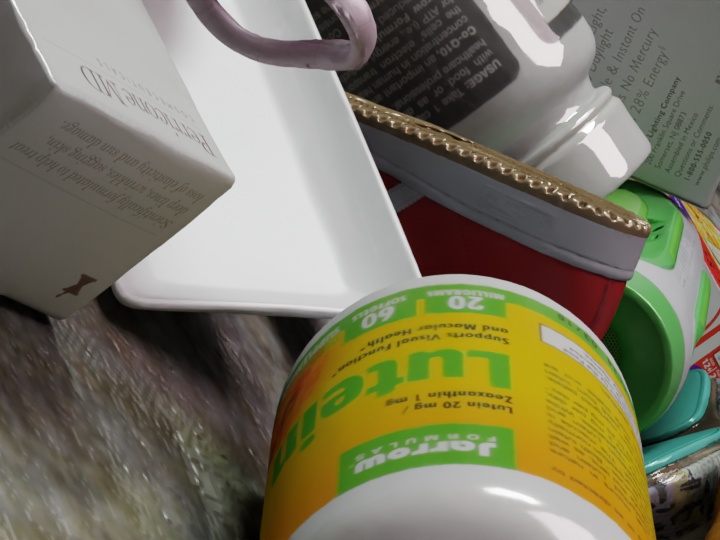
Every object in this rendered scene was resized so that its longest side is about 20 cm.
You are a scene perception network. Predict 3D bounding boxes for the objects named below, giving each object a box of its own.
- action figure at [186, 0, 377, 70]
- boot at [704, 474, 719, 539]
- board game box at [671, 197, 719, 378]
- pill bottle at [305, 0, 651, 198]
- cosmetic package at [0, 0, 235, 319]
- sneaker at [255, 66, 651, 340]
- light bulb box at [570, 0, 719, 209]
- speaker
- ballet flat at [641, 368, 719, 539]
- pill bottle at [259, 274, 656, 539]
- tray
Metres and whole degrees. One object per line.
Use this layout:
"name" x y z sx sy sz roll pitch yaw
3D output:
"action figure" -0.077 -0.160 0.819 0.200 0.134 0.149 28 70 -43
"boot" 0.139 0.118 1.057 0.144 0.071 0.201 -83 150 -42
"board game box" 0.219 0.049 1.566 0.200 0.046 0.152 37 23 -49
"pill bottle" 0.026 -0.103 1.183 0.200 0.113 0.113 53 15 -5
"cosmetic package" -0.121 -0.093 0.789 0.200 0.074 0.102 60 15 26
"sneaker" 0.000 0.000 0.984 0.200 0.113 0.071 26 9 38
"light bulb box" 0.108 -0.166 1.285 0.200 0.198 0.125 23 18 -2
"speaker" 0.104 0.015 1.214 0.088 0.088 0.200 53 15 -5
"ballet flat" 0.138 0.093 1.187 0.072 0.072 0.200 54 16 0
"pill bottle" 0.027 0.088 0.762 0.111 0.111 0.200 49 15 -17
"tray" -0.054 -0.048 0.925 0.107 0.022 0.200 4 41 -25
